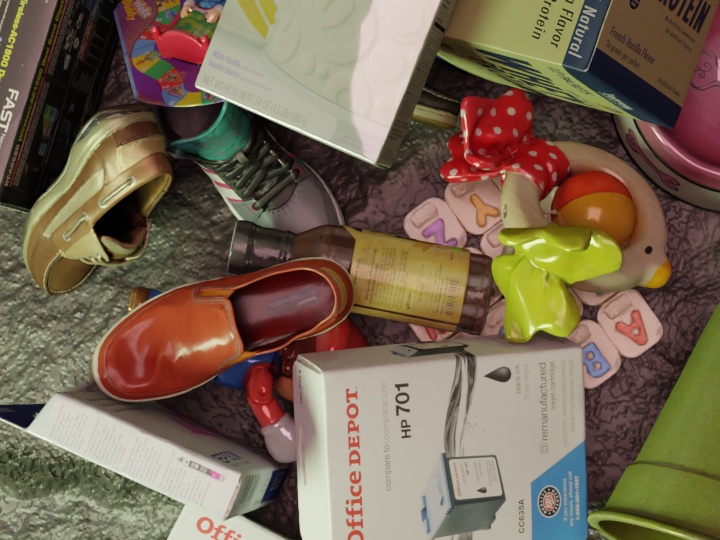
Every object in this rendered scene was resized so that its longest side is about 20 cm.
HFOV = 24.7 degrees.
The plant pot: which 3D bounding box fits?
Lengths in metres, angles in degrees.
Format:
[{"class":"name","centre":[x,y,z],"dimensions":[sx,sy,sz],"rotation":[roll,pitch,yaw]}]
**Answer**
[{"class":"plant pot","centre":[0.285,0.124,1.172],"dimensions":[0.198,0.200,0.192],"rotation":[19,77,8]}]

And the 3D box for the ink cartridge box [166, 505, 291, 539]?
[{"class":"ink cartridge box","centre":[-0.107,0.287,1.235],"dimensions":[0.145,0.084,0.202],"rotation":[25,79,7]}]

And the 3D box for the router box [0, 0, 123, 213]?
[{"class":"router box","centre":[-0.251,-0.146,1.261],"dimensions":[0.061,0.150,0.202],"rotation":[17,89,9]}]

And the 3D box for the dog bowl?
[{"class":"dog bowl","centre":[0.285,-0.145,1.229],"dimensions":[0.198,0.074,0.203],"rotation":[0,87,8]}]

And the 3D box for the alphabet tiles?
[{"class":"alphabet tiles","centre":[0.132,0.005,1.271],"dimensions":[0.199,0.015,0.196],"rotation":[-36,83,4]}]

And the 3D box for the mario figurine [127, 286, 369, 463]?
[{"class":"mario figurine","centre":[-0.084,0.076,1.259],"dimensions":[0.198,0.106,0.125],"rotation":[10,89,-6]}]

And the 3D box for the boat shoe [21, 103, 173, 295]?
[{"class":"boat shoe","centre":[-0.197,-0.038,1.238],"dimensions":[0.074,0.075,0.200],"rotation":[56,139,19]}]

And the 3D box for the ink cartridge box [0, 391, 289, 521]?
[{"class":"ink cartridge box","centre":[-0.161,0.122,1.211],"dimensions":[0.198,0.196,0.044],"rotation":[24,89,8]}]

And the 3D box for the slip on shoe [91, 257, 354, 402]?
[{"class":"slip on shoe","centre":[-0.099,0.040,1.175],"dimensions":[0.198,0.061,0.075],"rotation":[-18,90,-1]}]

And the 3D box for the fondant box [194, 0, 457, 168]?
[{"class":"fondant box","centre":[-0.010,-0.191,1.133],"dimensions":[0.143,0.058,0.202],"rotation":[23,94,12]}]

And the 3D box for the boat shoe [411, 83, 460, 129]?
[{"class":"boat shoe","centre":[-0.008,-0.171,1.269],"dimensions":[0.198,0.073,0.065],"rotation":[26,95,9]}]

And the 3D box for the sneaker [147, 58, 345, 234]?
[{"class":"sneaker","centre":[-0.092,-0.091,1.252],"dimensions":[0.084,0.121,0.200],"rotation":[-45,83,3]}]

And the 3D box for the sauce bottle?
[{"class":"sauce bottle","centre":[0.000,0.000,1.236],"dimensions":[0.198,0.065,0.065],"rotation":[12,88,-2]}]

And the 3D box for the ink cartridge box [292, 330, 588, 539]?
[{"class":"ink cartridge box","centre":[0.059,0.129,1.197],"dimensions":[0.198,0.086,0.148],"rotation":[-5,97,-16]}]

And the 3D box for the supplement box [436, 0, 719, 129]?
[{"class":"supplement box","centre":[0.148,-0.233,1.181],"dimensions":[0.199,0.134,0.202],"rotation":[20,90,39]}]

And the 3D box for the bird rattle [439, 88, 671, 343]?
[{"class":"bird rattle","centre":[0.146,-0.043,1.215],"dimensions":[0.161,0.113,0.201],"rotation":[5,43,-20]}]

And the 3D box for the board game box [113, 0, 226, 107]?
[{"class":"board game box","centre":[-0.112,-0.205,1.241],"dimensions":[0.156,0.039,0.201],"rotation":[-20,44,0]}]
